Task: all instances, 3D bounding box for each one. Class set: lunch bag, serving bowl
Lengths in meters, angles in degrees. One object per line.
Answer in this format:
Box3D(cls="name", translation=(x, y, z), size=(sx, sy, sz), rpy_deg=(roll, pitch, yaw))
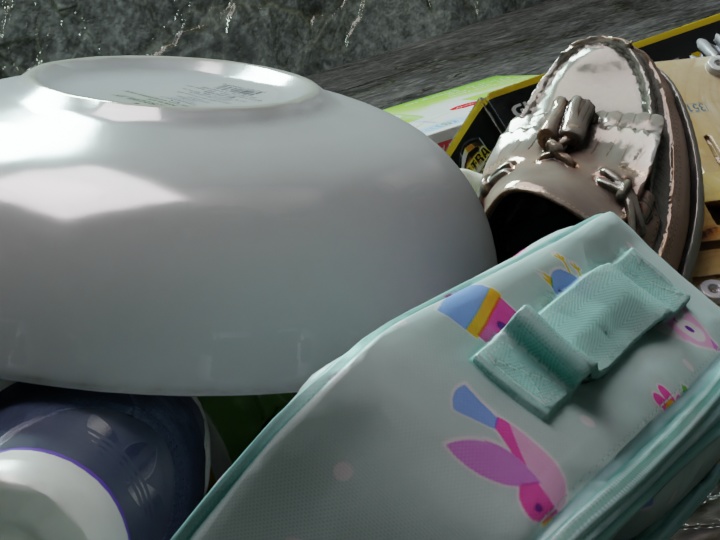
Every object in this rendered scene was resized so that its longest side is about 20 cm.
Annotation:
Box3D(cls="lunch bag", translation=(0.015, 0.066, 0.514), size=(0.160, 0.077, 0.200), rpy_deg=(-48, -8, 24))
Box3D(cls="serving bowl", translation=(-0.056, -0.024, 0.661), size=(0.200, 0.066, 0.200), rpy_deg=(4, 14, -1))

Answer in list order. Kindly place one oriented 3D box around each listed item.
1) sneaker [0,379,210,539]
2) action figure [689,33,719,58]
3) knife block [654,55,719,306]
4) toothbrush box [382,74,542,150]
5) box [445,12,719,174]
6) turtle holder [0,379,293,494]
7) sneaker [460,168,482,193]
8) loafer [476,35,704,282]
Box3D(cls="sneaker", translation=(-0.123, 0.098, 0.626), size=(0.200, 0.081, 0.146), rpy_deg=(-39, 4, 16))
Box3D(cls="action figure", translation=(0.169, -0.043, 1.049), size=(0.069, 0.130, 0.200), rpy_deg=(41, 29, 29))
Box3D(cls="knife block", translation=(0.113, 0.017, 0.851), size=(0.064, 0.176, 0.200), rpy_deg=(-8, 43, -12))
Box3D(cls="toothbrush box", translation=(0.066, -0.062, 1.384), size=(0.146, 0.086, 0.200), rpy_deg=(-18, 11, -15))
Box3D(cls="box", translation=(0.122, -0.056, 1.142), size=(0.200, 0.049, 0.160), rpy_deg=(-21, -19, -28))
Box3D(cls="turtle holder", translation=(-0.088, 0.069, 0.759), size=(0.132, 0.186, 0.141), rpy_deg=(-28, -27, -37))
Box3D(cls="sneaker", translation=(0.000, 0.000, 0.916), size=(0.076, 0.081, 0.200), rpy_deg=(8, 9, 33))
Box3D(cls="loafer", translation=(0.064, 0.000, 0.723), size=(0.072, 0.063, 0.200), rpy_deg=(-3, 57, 29))
